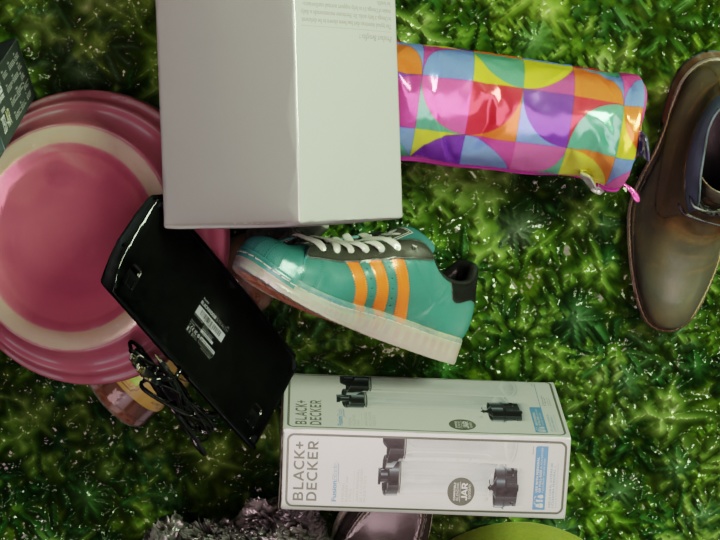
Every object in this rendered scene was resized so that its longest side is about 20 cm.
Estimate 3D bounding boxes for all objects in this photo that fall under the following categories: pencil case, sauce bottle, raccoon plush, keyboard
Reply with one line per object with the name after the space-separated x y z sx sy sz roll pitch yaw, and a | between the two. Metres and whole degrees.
0.099 -0.103 1.443 0.198 0.088 0.089 10 107 -1 | pencil case
-0.106 0.022 1.488 0.065 0.065 0.200 43 100 -13 | sauce bottle
-0.088 0.237 1.491 0.133 0.201 0.097 -18 125 26 | raccoon plush
-0.119 0.044 1.422 0.105 0.039 0.200 -61 137 -24 | keyboard

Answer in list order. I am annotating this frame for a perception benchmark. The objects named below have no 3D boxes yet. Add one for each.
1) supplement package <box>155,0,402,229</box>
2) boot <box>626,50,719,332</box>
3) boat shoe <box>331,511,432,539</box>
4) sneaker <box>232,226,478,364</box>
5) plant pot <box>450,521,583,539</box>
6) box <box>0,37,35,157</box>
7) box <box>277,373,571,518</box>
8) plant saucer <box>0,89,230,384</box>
-0.053 -0.129 1.371 0.117 0.117 0.202 -1 92 35 | supplement package
0.226 -0.043 1.455 0.074 0.097 0.202 7 106 -3 | boot
-0.002 0.235 1.554 0.071 0.061 0.202 25 105 -7 | boat shoe
0.000 0.000 1.458 0.199 0.071 0.080 21 89 -39 | sneaker
0.116 0.303 1.505 0.185 0.200 0.189 0 107 -1 | plant pot
-0.302 -0.089 1.379 0.159 0.200 0.044 -15 107 4 | box
0.042 0.121 1.493 0.198 0.117 0.061 2 107 -1 | box
-0.189 -0.022 1.447 0.199 0.051 0.202 0 92 13 | plant saucer
